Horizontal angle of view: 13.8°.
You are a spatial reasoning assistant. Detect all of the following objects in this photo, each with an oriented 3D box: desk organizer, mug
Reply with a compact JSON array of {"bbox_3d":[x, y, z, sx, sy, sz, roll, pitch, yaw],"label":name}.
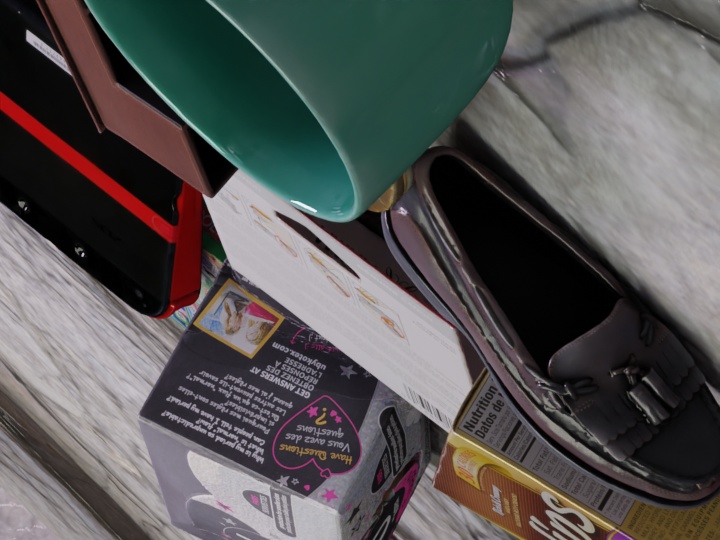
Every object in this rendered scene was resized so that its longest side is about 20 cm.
[{"bbox_3d":[-0.096,-0.122,1.373,0.077,0.072,0.200,34,163,25],"label":"desk organizer"},{"bbox_3d":[-0.022,-0.109,1.119,0.152,0.114,0.185,46,166,-10],"label":"mug"}]

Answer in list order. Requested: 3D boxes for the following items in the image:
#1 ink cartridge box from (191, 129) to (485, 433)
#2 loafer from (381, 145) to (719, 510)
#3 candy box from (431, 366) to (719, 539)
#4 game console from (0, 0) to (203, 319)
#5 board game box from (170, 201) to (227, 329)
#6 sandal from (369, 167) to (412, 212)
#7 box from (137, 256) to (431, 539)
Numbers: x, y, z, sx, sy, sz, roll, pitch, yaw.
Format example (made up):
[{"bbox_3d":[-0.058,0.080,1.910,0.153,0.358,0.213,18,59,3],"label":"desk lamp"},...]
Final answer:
[{"bbox_3d":[0.000,0.000,1.511,0.200,0.044,0.174,37,164,24],"label":"ink cartridge box"},{"bbox_3d":[0.087,0.024,1.300,0.200,0.072,0.063,44,162,10],"label":"loafer"},{"bbox_3d":[0.133,0.118,1.390,0.199,0.057,0.117,32,164,7],"label":"candy box"},{"bbox_3d":[-0.165,-0.076,1.704,0.200,0.031,0.177,37,144,22],"label":"game console"},{"bbox_3d":[-0.099,-0.002,1.801,0.134,0.029,0.200,39,165,21],"label":"board game box"},{"bbox_3d":[-0.007,-0.078,1.310,0.080,0.054,0.200,52,179,-11],"label":"sandal"},{"bbox_3d":[-0.038,0.098,1.698,0.132,0.115,0.200,25,162,11],"label":"box"}]
